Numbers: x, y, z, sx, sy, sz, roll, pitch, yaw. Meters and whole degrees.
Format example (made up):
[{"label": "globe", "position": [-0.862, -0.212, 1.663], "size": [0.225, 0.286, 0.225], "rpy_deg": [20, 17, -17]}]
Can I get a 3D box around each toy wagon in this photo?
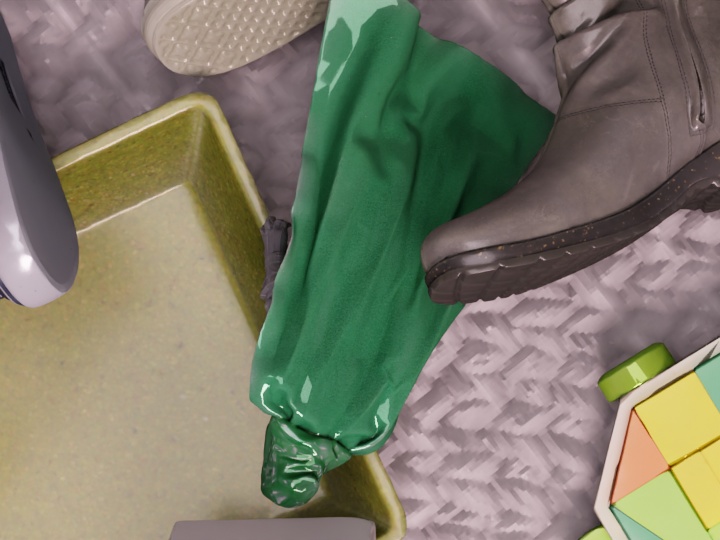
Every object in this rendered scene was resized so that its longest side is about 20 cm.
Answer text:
[{"label": "toy wagon", "position": [0.157, 0.096, 1.144], "size": [0.200, 0.040, 0.155], "rpy_deg": [-32, 86, 3]}]

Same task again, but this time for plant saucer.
[{"label": "plant saucer", "position": [-0.107, 0.058, 1.164], "size": [0.199, 0.048, 0.200], "rpy_deg": [-25, 87, 3]}]

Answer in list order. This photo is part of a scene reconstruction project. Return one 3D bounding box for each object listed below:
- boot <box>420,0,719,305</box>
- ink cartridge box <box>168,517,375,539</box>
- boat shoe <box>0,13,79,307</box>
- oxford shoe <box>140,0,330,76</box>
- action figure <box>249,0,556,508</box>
[{"label": "boot", "position": [0.089, -0.073, 1.126], "size": [0.200, 0.068, 0.131], "rpy_deg": [-23, 84, -23]}, {"label": "ink cartridge box", "position": [-0.036, 0.210, 1.078], "size": [0.084, 0.145, 0.201], "rpy_deg": [1, 106, 1]}, {"label": "boat shoe", "position": [-0.174, -0.043, 1.123], "size": [0.091, 0.071, 0.201], "rpy_deg": [-26, 43, 4]}, {"label": "oxford shoe", "position": [-0.001, -0.145, 1.155], "size": [0.199, 0.075, 0.058], "rpy_deg": [-24, 51, 2]}, {"label": "action figure", "position": [0.000, 0.000, 1.119], "size": [0.118, 0.055, 0.201], "rpy_deg": [29, 67, -24]}]
